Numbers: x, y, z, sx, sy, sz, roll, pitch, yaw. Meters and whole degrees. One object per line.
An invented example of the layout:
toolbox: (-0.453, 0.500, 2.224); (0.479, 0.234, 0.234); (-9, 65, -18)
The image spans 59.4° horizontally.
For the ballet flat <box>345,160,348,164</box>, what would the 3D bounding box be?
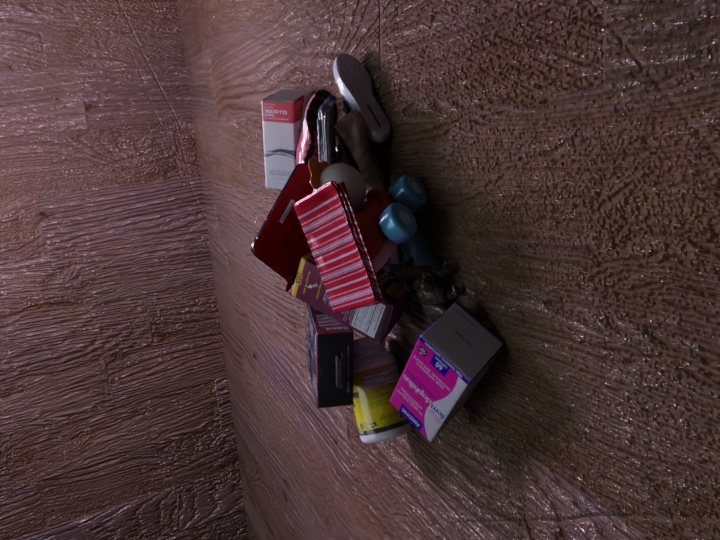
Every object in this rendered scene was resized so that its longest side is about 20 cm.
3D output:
ballet flat: (-0.028, -0.133, 1.313); (0.064, 0.073, 0.205); (-62, -19, -55)

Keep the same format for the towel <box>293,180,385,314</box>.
towel: (-0.039, -0.033, 1.023); (0.143, 0.022, 0.205); (-15, 96, 54)

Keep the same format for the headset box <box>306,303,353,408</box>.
headset box: (-0.060, 0.161, 1.238); (0.200, 0.075, 0.154); (-125, 34, -70)

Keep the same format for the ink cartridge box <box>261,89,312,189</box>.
ink cartridge box: (-0.166, -0.307, 1.479); (0.145, 0.081, 0.206); (-61, -26, -62)

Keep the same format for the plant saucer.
plant saucer: (0.092, -0.057, 1.144); (0.071, 0.018, 0.203); (109, 144, -50)

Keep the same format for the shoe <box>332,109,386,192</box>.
shoe: (-0.002, -0.200, 1.187); (0.069, 0.053, 0.203); (33, 151, 47)

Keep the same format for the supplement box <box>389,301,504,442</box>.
supplement box: (0.132, 0.165, 1.007); (0.101, 0.103, 0.203); (39, 143, 19)

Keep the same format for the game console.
game console: (-0.130, -0.081, 1.243); (0.117, 0.171, 0.204); (7, 65, 52)

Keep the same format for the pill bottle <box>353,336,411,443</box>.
pill bottle: (0.031, 0.239, 1.294); (0.112, 0.109, 0.206); (149, 109, -65)

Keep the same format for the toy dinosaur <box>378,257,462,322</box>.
toy dinosaur: (0.125, 0.042, 1.058); (0.201, 0.077, 0.102); (49, 159, -7)

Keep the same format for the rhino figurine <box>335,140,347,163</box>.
rhino figurine: (-0.046, -0.233, 1.342); (0.202, 0.058, 0.089); (-60, 41, 47)

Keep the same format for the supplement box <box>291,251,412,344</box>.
supplement box: (-0.016, 0.036, 1.186); (0.196, 0.110, 0.088); (27, 119, 14)

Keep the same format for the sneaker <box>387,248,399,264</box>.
sneaker: (0.000, 0.001, 1.266); (0.200, 0.108, 0.079); (-50, 55, 61)

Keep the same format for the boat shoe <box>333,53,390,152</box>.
boat shoe: (-0.009, -0.316, 1.200); (0.071, 0.070, 0.205); (-51, 55, 55)

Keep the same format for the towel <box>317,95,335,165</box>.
towel: (-0.060, -0.242, 1.188); (0.201, 0.023, 0.151); (-86, -5, -66)

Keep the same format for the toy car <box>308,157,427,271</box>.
toy car: (-0.022, -0.106, 1.070); (0.184, 0.199, 0.179); (-42, 14, 38)

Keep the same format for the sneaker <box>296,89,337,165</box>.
sneaker: (-0.105, -0.277, 1.323); (0.086, 0.072, 0.207); (5, 84, 59)
